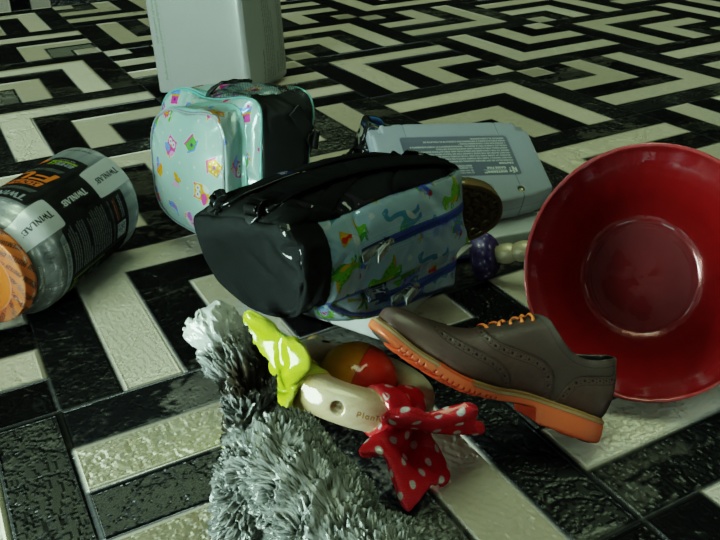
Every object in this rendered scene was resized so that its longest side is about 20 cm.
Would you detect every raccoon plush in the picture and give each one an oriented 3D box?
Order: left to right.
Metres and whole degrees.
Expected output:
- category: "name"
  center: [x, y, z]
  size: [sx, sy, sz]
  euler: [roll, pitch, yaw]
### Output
- category: "raccoon plush"
  center: [-0.033, 0.120, 0.475]
  size: [0.133, 0.202, 0.097]
  euler: [-1, 35, 51]

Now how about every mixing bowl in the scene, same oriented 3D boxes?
- category: "mixing bowl"
  center: [0.240, 0.002, 0.712]
  size: [0.195, 0.205, 0.108]
  euler: [6, 0, 15]

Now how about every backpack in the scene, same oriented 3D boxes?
- category: "backpack"
  center: [-0.156, -0.127, 0.970]
  size: [0.151, 0.180, 0.198]
  euler: [-17, 26, -36]
- category: "backpack"
  center: [-0.005, -0.031, 0.675]
  size: [0.199, 0.156, 0.162]
  euler: [-35, 25, -29]

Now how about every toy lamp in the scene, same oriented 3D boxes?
- category: "toy lamp"
  center: [0.206, -0.024, 0.823]
  size: [0.196, 0.059, 0.058]
  euler: [-7, 21, 32]

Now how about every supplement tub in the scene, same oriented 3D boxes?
- category: "supplement tub"
  center: [-0.324, -0.038, 0.864]
  size: [0.120, 0.125, 0.201]
  euler: [5, 28, 14]

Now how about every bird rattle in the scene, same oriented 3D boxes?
- category: "bird rattle"
  center: [-0.001, 0.087, 0.637]
  size: [0.195, 0.115, 0.163]
  euler: [8, 12, 11]

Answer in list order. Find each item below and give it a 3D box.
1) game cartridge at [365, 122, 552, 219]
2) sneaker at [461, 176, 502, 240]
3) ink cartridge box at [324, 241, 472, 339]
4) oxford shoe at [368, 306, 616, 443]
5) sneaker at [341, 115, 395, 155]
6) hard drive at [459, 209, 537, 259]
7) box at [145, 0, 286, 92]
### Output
- category: "game cartridge"
  center: [0.112, -0.113, 0.965]
  size: [0.195, 0.042, 0.135]
  euler: [-3, 55, -13]
- category: "sneaker"
  center: [0.029, -0.067, 0.806]
  size: [0.195, 0.068, 0.090]
  euler: [-10, 33, -10]
- category: "ink cartridge box"
  center: [0.000, 0.000, 0.830]
  size: [0.197, 0.068, 0.115]
  euler: [17, 32, 31]
- category: "oxford shoe"
  center: [0.099, 0.059, 0.620]
  size: [0.197, 0.074, 0.071]
  euler: [23, -1, -16]
- category: "sneaker"
  center: [-0.018, -0.134, 1.040]
  size: [0.195, 0.114, 0.073]
  euler: [-6, 26, -8]
- category: "hard drive"
  center: [0.100, -0.051, 0.969]
  size: [0.196, 0.026, 0.132]
  euler: [-10, 29, -16]
- category: "box"
  center: [-0.261, -0.440, 1.551]
  size: [0.195, 0.203, 0.172]
  euler: [6, 28, 18]
